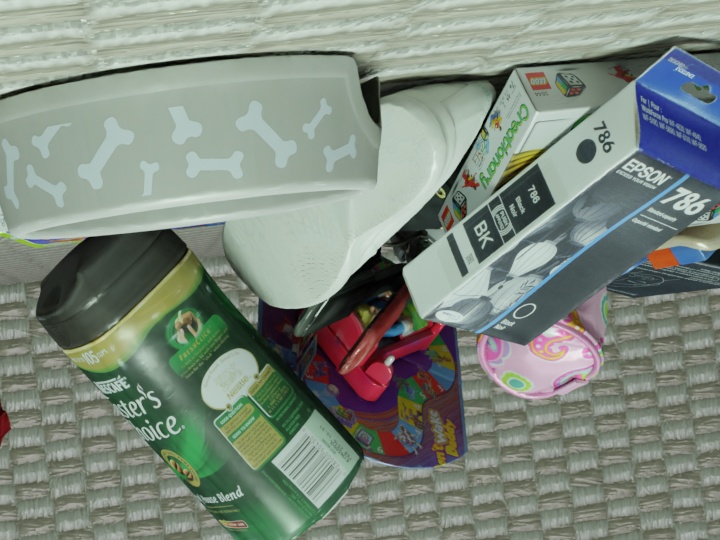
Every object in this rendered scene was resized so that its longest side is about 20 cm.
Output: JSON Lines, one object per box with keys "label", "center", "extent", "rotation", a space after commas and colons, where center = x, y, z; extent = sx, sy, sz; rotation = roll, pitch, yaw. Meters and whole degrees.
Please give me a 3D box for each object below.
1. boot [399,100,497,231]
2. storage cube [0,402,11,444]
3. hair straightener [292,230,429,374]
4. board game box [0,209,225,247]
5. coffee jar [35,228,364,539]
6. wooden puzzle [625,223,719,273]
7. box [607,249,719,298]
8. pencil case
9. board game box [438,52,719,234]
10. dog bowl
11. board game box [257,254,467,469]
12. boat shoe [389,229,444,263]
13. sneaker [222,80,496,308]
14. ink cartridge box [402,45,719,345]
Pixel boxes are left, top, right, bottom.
{"label": "boot", "center": [0.017, -0.057, 1.068], "extent": [0.152, 0.074, 0.204], "rotation": [-5, 178, -3]}
{"label": "storage cube", "center": [-0.371, 0.079, 1.273], "extent": [0.198, 0.182, 0.171], "rotation": [-8, -158, -3]}
{"label": "hair straightener", "center": [0.000, 0.000, 1.061], "extent": [0.041, 0.077, 0.200], "rotation": [-54, 175, 26]}
{"label": "board game box", "center": [-0.146, -0.048, 1.039], "extent": [0.133, 0.045, 0.200], "rotation": [-7, 179, -4]}
{"label": "coffee jar", "center": [-0.095, 0.062, 0.974], "extent": [0.085, 0.200, 0.104], "rotation": [-45, -167, -22]}
{"label": "wooden puzzle", "center": [0.230, -0.055, 1.207], "extent": [0.185, 0.046, 0.199], "rotation": [-43, -161, -27]}
{"label": "box", "center": [0.240, -0.046, 1.442], "extent": [0.147, 0.108, 0.199], "rotation": [11, 170, -28]}
{"label": "pencil case", "center": [0.130, -0.015, 1.103], "extent": [0.087, 0.088, 0.201], "rotation": [-8, -137, 26]}
{"label": "board game box", "center": [0.154, -0.067, 0.957], "extent": [0.198, 0.035, 0.127], "rotation": [-8, 148, -25]}
{"label": "dog bowl", "center": [-0.081, -0.054, 0.805], "extent": [0.198, 0.059, 0.200], "rotation": [-7, 179, 0]}
{"label": "board game box", "center": [0.011, 0.036, 1.104], "extent": [0.157, 0.201, 0.039], "rotation": [24, 127, -21]}
{"label": "boat shoe", "center": [0.051, -0.026, 1.225], "extent": [0.069, 0.067, 0.200], "rotation": [-1, -157, -29]}
{"label": "sneaker", "center": [0.003, -0.044, 0.951], "extent": [0.199, 0.076, 0.088], "rotation": [-32, -179, 45]}
{"label": "ink cartridge box", "center": [0.125, -0.033, 0.918], "extent": [0.099, 0.039, 0.200], "rotation": [15, 133, -45]}
